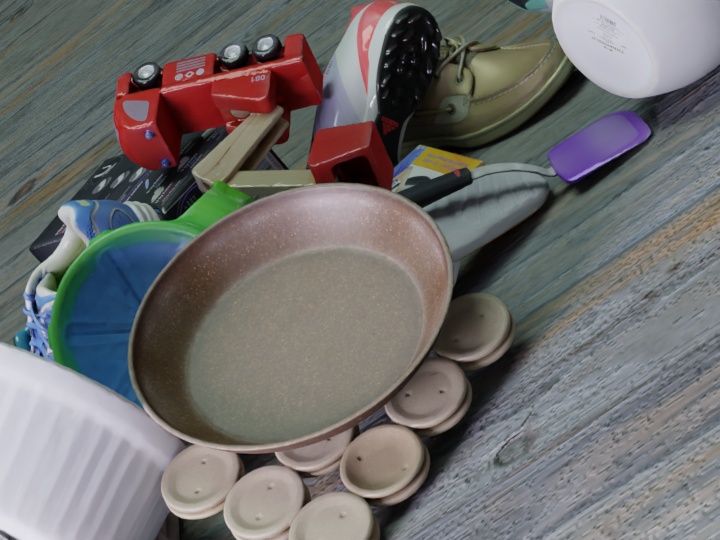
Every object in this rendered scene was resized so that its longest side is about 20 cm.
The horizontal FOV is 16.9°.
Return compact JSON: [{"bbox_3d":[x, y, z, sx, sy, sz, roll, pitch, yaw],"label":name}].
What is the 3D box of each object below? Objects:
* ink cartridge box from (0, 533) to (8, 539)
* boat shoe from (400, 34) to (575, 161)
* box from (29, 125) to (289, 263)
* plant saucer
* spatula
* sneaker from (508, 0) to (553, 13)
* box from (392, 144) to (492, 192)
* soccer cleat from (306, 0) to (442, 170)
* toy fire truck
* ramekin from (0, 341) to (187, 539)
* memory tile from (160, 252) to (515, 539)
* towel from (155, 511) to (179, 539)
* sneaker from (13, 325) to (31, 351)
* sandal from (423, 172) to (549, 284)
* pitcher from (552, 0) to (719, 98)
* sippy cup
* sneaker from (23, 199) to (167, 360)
[{"bbox_3d":[-0.262,0.234,1.396,0.146,0.085,0.200,-48,16,-27],"label":"ink cartridge box"},{"bbox_3d":[0.070,-0.130,1.721,0.199,0.065,0.072,-17,30,49],"label":"boat shoe"},{"bbox_3d":[-0.130,-0.021,1.776,0.199,0.122,0.106,-12,34,53],"label":"box"},{"bbox_3d":[-0.037,0.034,1.400,0.199,0.037,0.201,-13,44,12],"label":"plant saucer"},{"bbox_3d":[0.085,-0.060,1.525,0.198,0.021,0.057,-17,27,-4],"label":"spatula"},{"bbox_3d":[0.190,-0.215,1.672,0.139,0.078,0.200,-25,38,-16],"label":"sneaker"},{"bbox_3d":[0.000,0.000,1.610,0.200,0.042,0.119,-42,19,-10],"label":"box"},{"bbox_3d":[-0.007,-0.094,1.702,0.073,0.068,0.202,17,87,51],"label":"soccer cleat"},{"bbox_3d":[-0.077,-0.092,1.646,0.198,0.049,0.142,-11,46,15],"label":"toy fire truck"},{"bbox_3d":[-0.206,0.123,1.430,0.200,0.200,0.098,-12,51,54],"label":"ramekin"},{"bbox_3d":[-0.012,0.079,1.386,0.152,0.017,0.200,16,58,36],"label":"memory tile"},{"bbox_3d":[-0.201,0.194,1.578,0.200,0.032,0.191,-38,19,10],"label":"towel"},{"bbox_3d":[-0.212,0.093,1.744,0.073,0.082,0.200,-39,20,-6],"label":"sneaker"},{"bbox_3d":[0.038,0.002,1.520,0.206,0.060,0.079,-26,30,-22],"label":"sandal"},{"bbox_3d":[0.192,-0.213,1.542,0.171,0.122,0.200,28,61,29],"label":"pitcher"},{"bbox_3d":[-0.123,0.038,1.559,0.177,0.140,0.130,-28,-3,2],"label":"sippy cup"},{"bbox_3d":[-0.202,0.041,1.649,0.076,0.077,0.202,27,98,49],"label":"sneaker"}]
